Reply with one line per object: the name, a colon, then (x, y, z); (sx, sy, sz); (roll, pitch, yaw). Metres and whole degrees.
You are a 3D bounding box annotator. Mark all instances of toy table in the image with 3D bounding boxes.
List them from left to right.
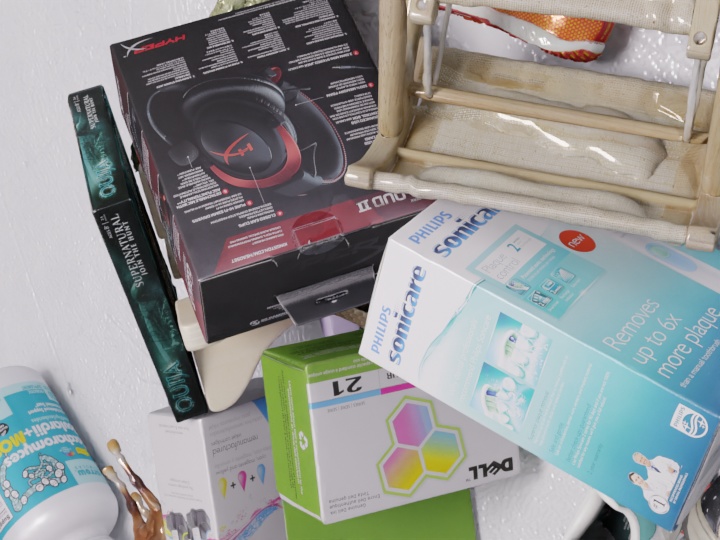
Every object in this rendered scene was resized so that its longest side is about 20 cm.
toy table: (-0.073, -0.005, 1.130); (0.184, 0.117, 0.201); (-129, 24, -79)

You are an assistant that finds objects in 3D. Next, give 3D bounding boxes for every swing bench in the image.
swing bench: (0.110, -0.132, 0.879); (0.198, 0.130, 0.201); (12, 114, 13)

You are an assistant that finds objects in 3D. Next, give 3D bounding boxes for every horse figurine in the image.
horse figurine: (-0.154, 0.216, 1.314); (0.133, 0.050, 0.200); (56, 177, 27)

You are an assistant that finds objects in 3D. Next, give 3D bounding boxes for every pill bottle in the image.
pill bottle: (-0.286, 0.191, 1.459); (0.200, 0.110, 0.111); (53, 133, 22)

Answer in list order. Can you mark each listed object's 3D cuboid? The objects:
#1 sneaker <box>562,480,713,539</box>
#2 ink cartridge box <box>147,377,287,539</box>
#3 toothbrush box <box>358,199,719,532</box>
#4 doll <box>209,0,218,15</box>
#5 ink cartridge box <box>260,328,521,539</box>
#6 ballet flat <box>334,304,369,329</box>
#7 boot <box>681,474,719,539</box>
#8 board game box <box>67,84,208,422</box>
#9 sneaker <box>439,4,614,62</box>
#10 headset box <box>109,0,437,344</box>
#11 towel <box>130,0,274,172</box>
sneaker: (0.141, 0.190, 1.010); (0.070, 0.093, 0.201); (40, 127, 33)
ink cartridge box: (-0.083, 0.191, 1.236); (0.068, 0.115, 0.201); (1, 102, 45)
toothbrush box: (0.123, 0.030, 0.907); (0.199, 0.146, 0.086); (29, 127, 20)
doll: (-0.089, -0.253, 1.173); (0.136, 0.048, 0.201); (22, 116, 43)
ink cartridge box: (0.026, 0.139, 1.071); (0.076, 0.147, 0.201); (11, 110, 64)
ballet flat: (0.000, 0.000, 1.017); (0.199, 0.068, 0.046); (14, 155, 7)
boot: (0.278, 0.148, 0.869); (0.204, 0.073, 0.154); (45, 127, 28)
board game box: (-0.153, -0.010, 1.138); (0.136, 0.028, 0.201); (-113, 6, -48)
sneaker: (0.078, -0.188, 1.009); (0.199, 0.073, 0.078); (25, 103, 33)
headset box: (-0.049, -0.058, 0.979); (0.075, 0.148, 0.201); (91, 158, -58)
towel: (-0.075, -0.148, 1.119); (0.036, 0.148, 0.200); (46, 133, 4)
